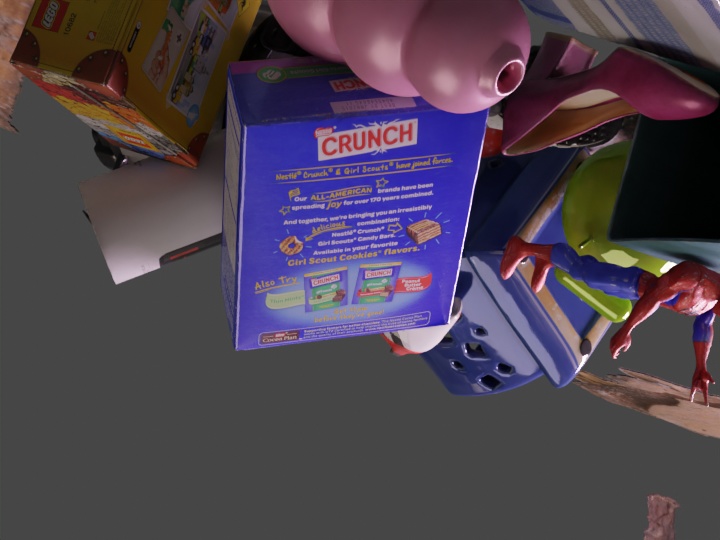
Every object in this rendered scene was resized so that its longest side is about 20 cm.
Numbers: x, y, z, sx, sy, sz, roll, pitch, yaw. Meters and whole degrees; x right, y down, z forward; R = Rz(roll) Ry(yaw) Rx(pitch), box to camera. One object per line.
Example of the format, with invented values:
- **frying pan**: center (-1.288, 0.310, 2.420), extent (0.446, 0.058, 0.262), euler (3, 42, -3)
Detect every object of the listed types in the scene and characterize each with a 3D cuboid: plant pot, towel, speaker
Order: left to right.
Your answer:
- **speaker**: center (-0.106, -0.062, 0.949), extent (0.198, 0.082, 0.081), euler (-21, 177, -10)
- **plant pot**: center (0.145, -0.012, 1.192), extent (0.179, 0.200, 0.201), euler (-2, 132, 52)
- **towel**: center (0.161, -0.174, 0.795), extent (0.199, 0.024, 0.146), euler (27, 178, 39)
- **plant pot**: center (0.306, -0.056, 0.891), extent (0.198, 0.143, 0.141), euler (20, 173, -26)

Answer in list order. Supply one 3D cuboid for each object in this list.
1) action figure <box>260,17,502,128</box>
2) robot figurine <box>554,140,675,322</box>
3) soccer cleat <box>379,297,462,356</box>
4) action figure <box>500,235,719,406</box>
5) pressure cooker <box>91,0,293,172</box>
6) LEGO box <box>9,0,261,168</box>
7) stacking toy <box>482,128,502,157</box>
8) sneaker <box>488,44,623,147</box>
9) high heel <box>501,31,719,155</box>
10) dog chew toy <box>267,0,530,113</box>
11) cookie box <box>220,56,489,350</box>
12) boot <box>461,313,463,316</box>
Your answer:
- **action figure**: center (0.028, -0.156, 0.925), extent (0.198, 0.132, 0.069), euler (23, 179, -27)
- **robot figurine**: center (0.234, -0.048, 1.052), extent (0.116, 0.176, 0.199), euler (48, -159, 16)
- **soccer cleat**: center (0.000, 0.000, 1.107), extent (0.199, 0.069, 0.085), euler (37, 135, -17)
- **action figure**: center (0.189, 0.035, 0.921), extent (0.065, 0.100, 0.199), euler (17, 172, -43)
- **pressure cooker**: center (-0.131, -0.154, 1.088), extent (0.198, 0.181, 0.176), euler (16, -151, 25)
- **LEGO box**: center (-0.135, -0.194, 0.868), extent (0.076, 0.202, 0.149), euler (17, 170, 20)
- **stacking toy**: center (0.043, -0.145, 1.169), extent (0.197, 0.086, 0.085), euler (14, 170, 11)
- **sneaker**: center (0.124, -0.146, 1.029), extent (0.198, 0.075, 0.080), euler (22, -173, 30)
- **high heel**: center (0.165, -0.106, 0.886), extent (0.067, 0.097, 0.200), euler (19, -172, -34)
- **dog chew toy**: center (0.026, -0.165, 0.779), extent (0.200, 0.125, 0.124), euler (43, -174, 36)
- **cookie box**: center (-0.010, -0.048, 0.891), extent (0.169, 0.076, 0.202), euler (-6, 133, -15)
- **boot**: center (0.146, -0.015, 1.423), extent (0.071, 0.156, 0.200), euler (22, 171, -8)
